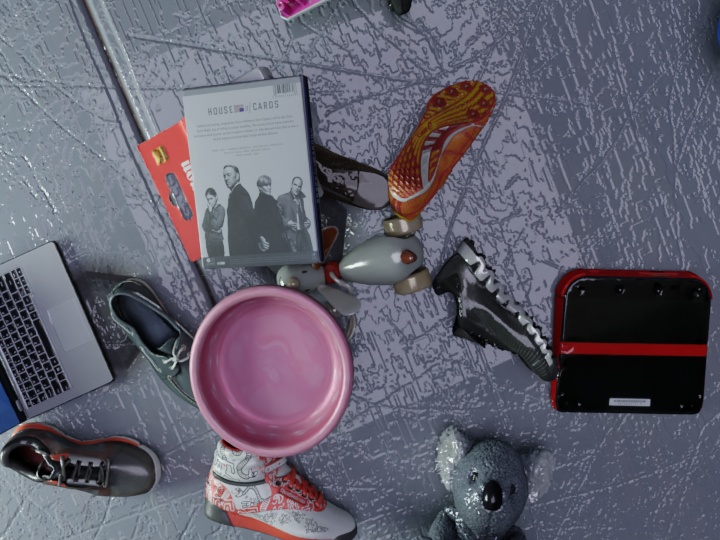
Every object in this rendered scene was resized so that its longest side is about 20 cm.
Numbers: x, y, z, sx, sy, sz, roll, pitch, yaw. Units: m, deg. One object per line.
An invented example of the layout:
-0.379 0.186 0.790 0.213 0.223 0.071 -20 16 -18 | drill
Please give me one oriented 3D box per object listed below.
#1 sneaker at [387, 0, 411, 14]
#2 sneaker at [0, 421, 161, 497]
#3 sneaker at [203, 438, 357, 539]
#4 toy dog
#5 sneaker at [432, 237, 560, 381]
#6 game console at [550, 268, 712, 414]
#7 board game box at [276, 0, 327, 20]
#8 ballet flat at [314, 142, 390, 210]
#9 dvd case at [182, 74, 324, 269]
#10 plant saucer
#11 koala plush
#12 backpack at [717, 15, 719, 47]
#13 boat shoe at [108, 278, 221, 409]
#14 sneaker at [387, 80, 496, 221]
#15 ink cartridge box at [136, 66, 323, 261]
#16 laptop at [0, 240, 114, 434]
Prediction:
0.071 -0.402 0.865 0.088 0.066 0.206 3 93 1 | sneaker
-0.346 0.245 0.915 0.194 0.082 0.079 10 95 -1 | sneaker
-0.093 0.267 0.928 0.196 0.067 0.111 11 97 1 | sneaker
0.000 0.000 0.891 0.198 0.096 0.133 -36 94 2 | toy dog
0.160 0.065 0.918 0.090 0.066 0.201 -38 91 5 | sneaker
0.340 0.090 0.942 0.194 0.031 0.182 1 99 0 | game console
-0.034 -0.417 0.840 0.196 0.026 0.205 -20 82 19 | board game box
-0.049 -0.125 0.911 0.195 0.046 0.069 20 105 3 | ballet flat
-0.120 -0.107 0.843 0.146 0.025 0.206 -2 99 15 | dvd case
-0.103 0.116 0.889 0.194 0.051 0.207 1 99 7 | plant saucer
0.148 0.300 0.907 0.172 0.184 0.206 8 74 10 | koala plush
0.508 -0.286 0.838 0.194 0.168 0.167 10 92 2 | backpack
-0.236 0.098 0.914 0.072 0.062 0.201 -38 95 1 | boat shoe
0.092 -0.148 0.892 0.072 0.078 0.201 35 72 16 | sneaker
-0.161 -0.120 0.884 0.196 0.050 0.164 -25 94 12 | ink cartridge box
-0.431 0.095 0.884 0.196 0.116 0.191 -23 96 1 | laptop
